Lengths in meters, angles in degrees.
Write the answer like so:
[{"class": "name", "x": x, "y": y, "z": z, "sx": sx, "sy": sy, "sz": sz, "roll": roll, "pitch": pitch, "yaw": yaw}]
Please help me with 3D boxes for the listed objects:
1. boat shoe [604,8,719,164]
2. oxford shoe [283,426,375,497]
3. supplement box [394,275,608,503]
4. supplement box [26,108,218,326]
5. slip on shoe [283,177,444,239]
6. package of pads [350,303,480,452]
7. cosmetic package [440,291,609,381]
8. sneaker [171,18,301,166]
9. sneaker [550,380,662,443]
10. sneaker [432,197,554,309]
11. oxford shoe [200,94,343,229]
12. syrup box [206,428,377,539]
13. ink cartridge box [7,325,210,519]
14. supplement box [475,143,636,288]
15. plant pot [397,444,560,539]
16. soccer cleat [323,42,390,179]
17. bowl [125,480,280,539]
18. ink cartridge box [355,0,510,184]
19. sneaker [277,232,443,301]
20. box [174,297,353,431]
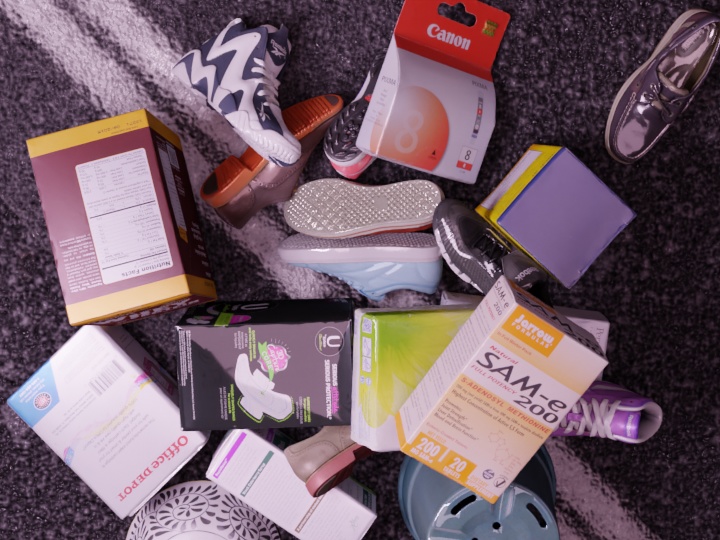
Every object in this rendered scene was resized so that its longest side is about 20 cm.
[{"class": "boat shoe", "x": 0.354, "y": -0.214, "z": 1.454, "sx": 0.072, "sy": 0.065, "sz": 0.201, "roll": 34, "pitch": 97, "yaw": -6}, {"class": "oxford shoe", "x": -0.002, "y": 0.182, "z": 1.481, "sx": 0.199, "sy": 0.071, "sz": 0.075, "roll": -33, "pitch": 69, "yaw": -32}, {"class": "supplement box", "x": 0.143, "y": 0.125, "z": 1.297, "sx": 0.125, "sy": 0.074, "sz": 0.201, "roll": 31, "pitch": 107, "yaw": -15}, {"class": "supplement box", "x": -0.258, "y": -0.051, "z": 1.392, "sx": 0.131, "sy": 0.197, "sz": 0.202, "roll": -14, "pitch": 87, "yaw": 2}, {"class": "slip on shoe", "x": 0.006, "y": -0.069, "z": 1.470, "sx": 0.198, "sy": 0.061, "sz": 0.075, "roll": -3, "pitch": 75, "yaw": 16}, {"class": "package of pads", "x": 0.086, "y": 0.119, "z": 1.396, "sx": 0.198, "sy": 0.068, "sz": 0.156, "roll": -1, "pitch": 97, "yaw": -24}, {"class": "cosmetic package", "x": 0.189, "y": 0.090, "z": 1.494, "sx": 0.198, "sy": 0.074, "sz": 0.103, "roll": 7, "pitch": 99, "yaw": 0}, {"class": "sneaker", "x": -0.109, "y": -0.215, "z": 1.421, "sx": 0.130, "sy": 0.079, "sz": 0.199, "roll": -48, "pitch": 56, "yaw": -2}, {"class": "sneaker", "x": 0.246, "y": 0.155, "z": 1.384, "sx": 0.199, "sy": 0.114, "sz": 0.073, "roll": -2, "pitch": 99, "yaw": -30}, {"class": "sneaker", "x": 0.155, "y": 0.001, "z": 1.346, "sx": 0.066, "sy": 0.090, "sz": 0.201, "roll": -35, "pitch": 94, "yaw": -28}, {"class": "oxford shoe", "x": -0.092, "y": -0.129, "z": 1.473, "sx": 0.199, "sy": 0.071, "sz": 0.073, "roll": -37, "pitch": 123, "yaw": 3}, {"class": "syrup box", "x": -0.082, "y": 0.258, "z": 1.512, "sx": 0.199, "sy": 0.079, "sz": 0.082, "roll": 35, "pitch": 97, "yaw": -5}, {"class": "ink cartridge box", "x": -0.293, "y": 0.171, "z": 1.496, "sx": 0.144, "sy": 0.085, "sz": 0.200, "roll": -42, "pitch": 95, "yaw": 6}, {"class": "supplement box", "x": 0.214, "y": -0.065, "z": 1.405, "sx": 0.109, "sy": 0.200, "sz": 0.109, "roll": 42, "pitch": 94, "yaw": -6}, {"class": "plant pot", "x": 0.145, "y": 0.287, "z": 1.459, "sx": 0.198, "sy": 0.196, "sz": 0.202, "roll": 0, "pitch": 99, "yaw": 0}, {"class": "soccer cleat", "x": 0.031, "y": -0.195, "z": 1.463, "sx": 0.068, "sy": 0.073, "sz": 0.201, "roll": 33, "pitch": 79, "yaw": 20}, {"class": "bowl", "x": -0.196, "y": 0.365, "z": 1.520, "sx": 0.199, "sy": 0.094, "sz": 0.203, "roll": 0, "pitch": 98, "yaw": 0}, {"class": "ink cartridge box", "x": 0.097, "y": -0.210, "z": 1.419, "sx": 0.161, "sy": 0.050, "sz": 0.202, "roll": 12, "pitch": 105, "yaw": -40}, {"class": "sneaker", "x": 0.000, "y": 0.000, "z": 1.481, "sx": 0.198, "sy": 0.074, "sz": 0.083, "roll": 3, "pitch": 110, "yaw": 7}, {"class": "box", "x": -0.105, "y": 0.105, "z": 1.454, "sx": 0.198, "sy": 0.149, "sz": 0.126, "roll": -1, "pitch": 99, "yaw": 0}]
